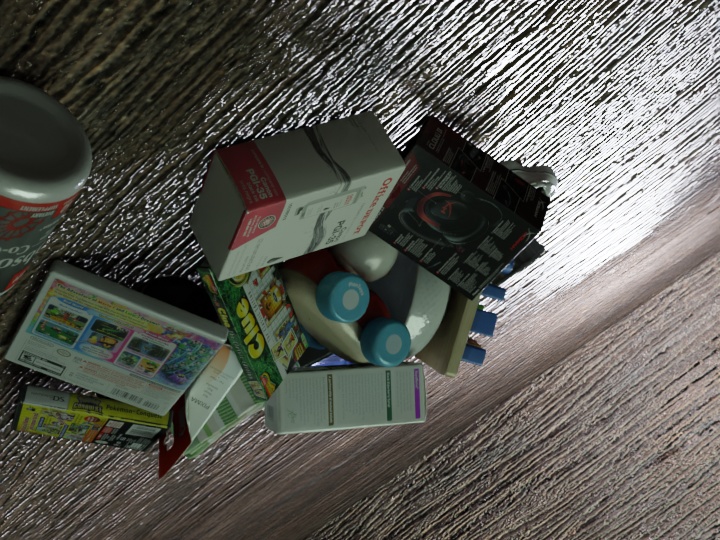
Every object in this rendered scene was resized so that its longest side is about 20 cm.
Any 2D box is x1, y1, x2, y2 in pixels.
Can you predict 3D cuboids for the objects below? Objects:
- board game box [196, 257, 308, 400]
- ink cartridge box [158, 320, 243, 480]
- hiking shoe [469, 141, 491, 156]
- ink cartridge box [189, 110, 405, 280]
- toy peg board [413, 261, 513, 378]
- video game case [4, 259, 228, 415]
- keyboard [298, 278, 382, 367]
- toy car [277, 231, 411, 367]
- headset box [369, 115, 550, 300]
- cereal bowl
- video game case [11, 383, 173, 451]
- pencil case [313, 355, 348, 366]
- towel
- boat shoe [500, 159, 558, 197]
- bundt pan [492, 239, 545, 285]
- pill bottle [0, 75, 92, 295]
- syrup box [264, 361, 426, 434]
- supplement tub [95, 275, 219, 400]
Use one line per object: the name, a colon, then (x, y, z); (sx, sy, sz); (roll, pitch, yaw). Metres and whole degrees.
board game box: (-0.123, 0.046, 1.165); (0.105, 0.023, 0.200); (-52, 135, -39)
ink cartridge box: (-0.218, 0.143, 1.263); (0.200, 0.050, 0.162); (-51, -159, 10)
hiking shoe: (0.156, -0.115, 1.338); (0.087, 0.074, 0.200); (-44, 164, 13)
ink cartridge box: (-0.069, -0.082, 1.071); (0.200, 0.083, 0.147); (-19, 158, -30)
toy peg board: (0.154, 0.041, 1.392); (0.098, 0.200, 0.199); (15, -177, -18)
video game case: (-0.274, 0.081, 1.103); (0.200, 0.024, 0.182); (24, 134, -20)
keyboard: (-0.050, 0.057, 1.430); (0.200, 0.127, 0.021); (-27, -165, -19)
toy car: (0.000, 0.000, 1.280); (0.184, 0.177, 0.200); (9, -123, 54)
headset box: (0.103, -0.079, 1.196); (0.149, 0.200, 0.075); (-51, -172, 42)
cereal bowl: (0.066, 0.030, 1.356); (0.083, 0.200, 0.200); (14, 141, -23)
video game case: (-0.346, 0.191, 1.258); (0.181, 0.026, 0.200); (13, 158, -17)
pencil case: (-0.075, 0.143, 1.640); (0.087, 0.078, 0.200); (-7, 176, 32)
towel: (-0.190, 0.144, 1.359); (0.200, 0.153, 0.023); (-35, 158, 6)
boat shoe: (0.249, -0.116, 1.482); (0.074, 0.065, 0.200); (-42, 158, 30)
bundt pan: (0.189, -0.015, 1.572); (0.202, 0.076, 0.202); (-32, -176, 2)
pill bottle: (-0.301, -0.046, 0.771); (0.116, 0.116, 0.200); (-8, 152, -48)
syrup box: (-0.020, 0.164, 1.291); (0.200, 0.082, 0.079); (-1, 179, -18)
supplement tub: (-0.260, 0.099, 1.218); (0.107, 0.107, 0.200); (-11, 154, -43)
